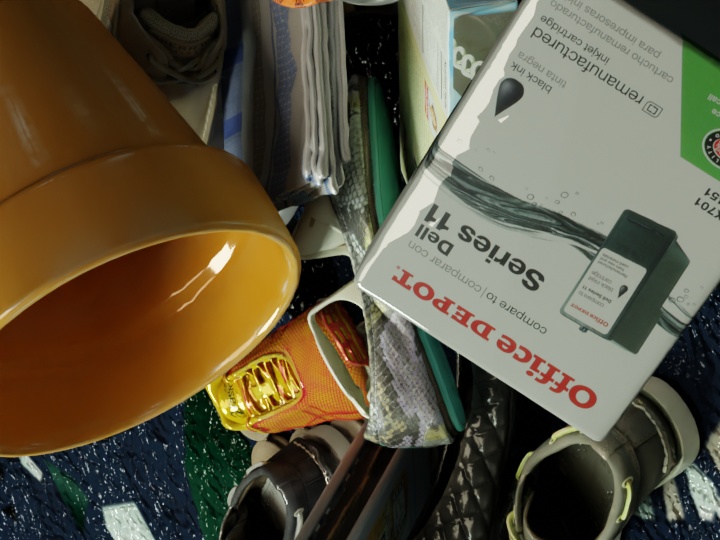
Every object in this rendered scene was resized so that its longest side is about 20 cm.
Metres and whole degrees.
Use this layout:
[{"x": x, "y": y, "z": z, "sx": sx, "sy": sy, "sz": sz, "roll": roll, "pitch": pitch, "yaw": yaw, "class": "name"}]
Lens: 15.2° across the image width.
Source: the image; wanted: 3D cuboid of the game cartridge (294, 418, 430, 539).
[{"x": -0.002, "y": 0.176, "z": 1.507, "sx": 0.041, "sy": 0.200, "sz": 0.134, "roll": 4, "pitch": 121, "yaw": 19, "class": "game cartridge"}]

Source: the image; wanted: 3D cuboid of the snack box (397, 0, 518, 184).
[{"x": 0.048, "y": -0.089, "z": 1.359, "sx": 0.116, "sy": 0.037, "sz": 0.201, "roll": -107, "pitch": 11, "yaw": -45, "class": "snack box"}]

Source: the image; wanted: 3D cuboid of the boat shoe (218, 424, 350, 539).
[{"x": -0.058, "y": 0.166, "z": 1.685, "sx": 0.074, "sy": 0.060, "sz": 0.200, "roll": 56, "pitch": 146, "yaw": 13, "class": "boat shoe"}]

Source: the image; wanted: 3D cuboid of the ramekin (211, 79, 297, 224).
[{"x": -0.132, "y": -0.092, "z": 1.608, "sx": 0.200, "sy": 0.105, "sz": 0.201, "roll": 33, "pitch": 136, "yaw": 39, "class": "ramekin"}]

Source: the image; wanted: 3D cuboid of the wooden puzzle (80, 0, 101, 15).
[{"x": -0.163, "y": -0.244, "z": 1.531, "sx": 0.185, "sy": 0.046, "sz": 0.201, "roll": -29, "pitch": 77, "yaw": 21, "class": "wooden puzzle"}]

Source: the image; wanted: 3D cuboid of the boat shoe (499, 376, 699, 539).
[{"x": 0.111, "y": 0.125, "z": 1.456, "sx": 0.072, "sy": 0.060, "sz": 0.202, "roll": 53, "pitch": 145, "yaw": 14, "class": "boat shoe"}]

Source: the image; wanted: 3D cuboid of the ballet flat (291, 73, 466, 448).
[{"x": 0.000, "y": 0.000, "z": 1.419, "sx": 0.072, "sy": 0.072, "sz": 0.201, "roll": -5, "pitch": 101, "yaw": 55, "class": "ballet flat"}]

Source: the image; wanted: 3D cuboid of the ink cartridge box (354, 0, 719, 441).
[{"x": 0.108, "y": -0.042, "z": 1.240, "sx": 0.146, "sy": 0.083, "sz": 0.200, "roll": 32, "pitch": 122, "yaw": 1, "class": "ink cartridge box"}]

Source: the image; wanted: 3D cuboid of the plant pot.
[{"x": -0.158, "y": -0.035, "z": 1.396, "sx": 0.184, "sy": 0.199, "sz": 0.200, "roll": 61, "pitch": 148, "yaw": 23, "class": "plant pot"}]

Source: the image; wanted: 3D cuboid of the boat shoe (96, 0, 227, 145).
[{"x": -0.105, "y": -0.129, "z": 1.461, "sx": 0.065, "sy": 0.072, "sz": 0.201, "roll": -129, "pitch": 37, "yaw": -59, "class": "boat shoe"}]

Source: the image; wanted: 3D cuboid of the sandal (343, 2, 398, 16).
[{"x": -0.019, "y": -0.171, "z": 1.445, "sx": 0.200, "sy": 0.054, "sz": 0.082, "roll": 7, "pitch": 117, "yaw": 52, "class": "sandal"}]

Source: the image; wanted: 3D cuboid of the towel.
[{"x": -0.044, "y": -0.104, "z": 1.414, "sx": 0.200, "sy": 0.024, "sz": 0.148, "roll": 165, "pitch": 103, "yaw": -73, "class": "towel"}]

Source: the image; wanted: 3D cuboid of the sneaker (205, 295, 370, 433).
[{"x": -0.038, "y": 0.066, "z": 1.542, "sx": 0.073, "sy": 0.077, "sz": 0.200, "roll": 63, "pitch": 161, "yaw": 4, "class": "sneaker"}]

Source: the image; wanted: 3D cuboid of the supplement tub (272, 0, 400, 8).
[{"x": 0.034, "y": -0.195, "z": 1.226, "sx": 0.122, "sy": 0.199, "sz": 0.123, "roll": 33, "pitch": 135, "yaw": 39, "class": "supplement tub"}]

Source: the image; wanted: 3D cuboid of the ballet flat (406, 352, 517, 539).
[{"x": 0.054, "y": 0.084, "z": 1.471, "sx": 0.066, "sy": 0.056, "sz": 0.201, "roll": -98, "pitch": 14, "yaw": -78, "class": "ballet flat"}]

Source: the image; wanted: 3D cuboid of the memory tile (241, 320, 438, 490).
[{"x": -0.011, "y": 0.113, "z": 1.655, "sx": 0.200, "sy": 0.017, "sz": 0.154, "roll": -20, "pitch": 94, "yaw": 57, "class": "memory tile"}]
